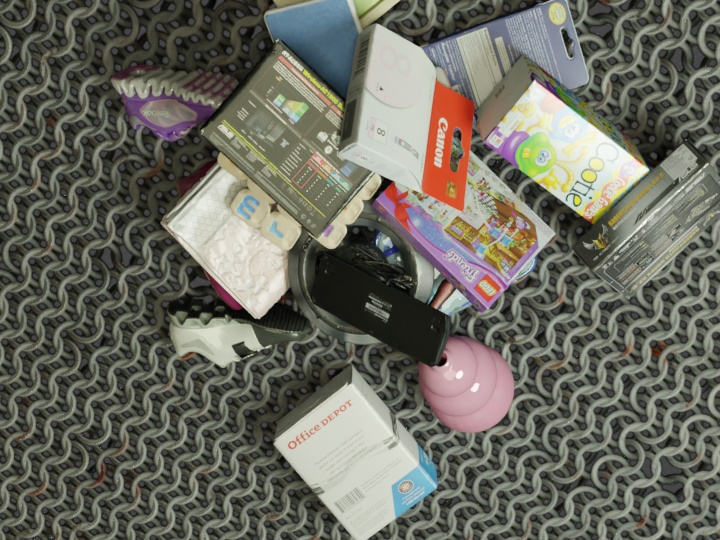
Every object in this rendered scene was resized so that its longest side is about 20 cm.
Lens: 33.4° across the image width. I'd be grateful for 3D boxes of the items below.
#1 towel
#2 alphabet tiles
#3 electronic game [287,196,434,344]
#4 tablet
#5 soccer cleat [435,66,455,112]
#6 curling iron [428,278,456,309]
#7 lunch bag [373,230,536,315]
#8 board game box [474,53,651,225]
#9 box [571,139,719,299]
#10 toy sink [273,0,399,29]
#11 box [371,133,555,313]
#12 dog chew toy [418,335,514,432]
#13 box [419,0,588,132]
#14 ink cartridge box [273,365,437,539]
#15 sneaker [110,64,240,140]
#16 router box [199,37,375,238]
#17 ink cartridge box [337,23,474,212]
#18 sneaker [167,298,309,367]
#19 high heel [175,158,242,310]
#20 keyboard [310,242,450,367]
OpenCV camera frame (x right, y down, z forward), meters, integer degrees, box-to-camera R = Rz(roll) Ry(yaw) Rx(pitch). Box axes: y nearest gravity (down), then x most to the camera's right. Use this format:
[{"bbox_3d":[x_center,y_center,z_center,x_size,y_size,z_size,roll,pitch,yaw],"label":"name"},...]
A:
[{"bbox_3d":[-0.134,-0.069,1.605,0.200,0.032,0.191,-47,109,-4],"label":"towel"},{"bbox_3d":[-0.079,-0.130,1.543,0.195,0.015,0.201,36,108,-1],"label":"alphabet tiles"},{"bbox_3d":[0.000,0.000,1.585,0.197,0.042,0.203,3,103,11],"label":"electronic game"},{"bbox_3d":[-0.035,-0.244,1.509,0.129,0.014,0.202,-6,118,31],"label":"tablet"},{"bbox_3d":[0.029,-0.214,1.576,0.198,0.068,0.086,-9,86,21],"label":"soccer cleat"},{"bbox_3d":[0.123,0.022,1.560,0.026,0.049,0.201,41,81,-34],"label":"curling iron"},{"bbox_3d":[0.124,-0.033,1.622,0.198,0.083,0.162,-26,99,8],"label":"lunch bag"},{"bbox_3d":[0.258,-0.166,1.546,0.199,0.103,0.105,33,112,-18],"label":"board game box"},{"bbox_3d":[0.387,-0.062,1.571,0.200,0.158,0.048,-44,59,13],"label":"box"},{"bbox_3d":[-0.017,-0.371,1.513,0.199,0.112,0.131,-36,102,11],"label":"toy sink"},{"bbox_3d":[0.132,-0.065,1.536,0.200,0.039,0.137,44,77,2],"label":"box"},{"bbox_3d":[0.134,0.145,1.611,0.123,0.200,0.126,-7,69,18],"label":"dog chew toy"},{"bbox_3d":[0.189,-0.271,1.576,0.198,0.032,0.122,-18,105,8],"label":"box"},{"bbox_3d":[-0.007,0.260,1.706,0.146,0.086,0.201,-37,100,11],"label":"ink cartridge box"},{"bbox_3d":[-0.232,-0.212,1.567,0.198,0.080,0.089,11,120,26],"label":"sneaker"},{"bbox_3d":[-0.076,-0.162,1.476,0.200,0.062,0.150,42,97,-9],"label":"router box"},{"bbox_3d":[0.071,-0.183,1.457,0.198,0.057,0.165,20,66,-28],"label":"ink cartridge box"},{"bbox_3d":[-0.168,0.092,1.676,0.197,0.074,0.090,4,116,7],"label":"sneaker"},{"bbox_3d":[-0.175,-0.049,1.629,0.095,0.067,0.202,-18,101,18],"label":"high heel"},{"bbox_3d":[0.033,0.035,1.539,0.199,0.040,0.105,28,116,20],"label":"keyboard"}]
